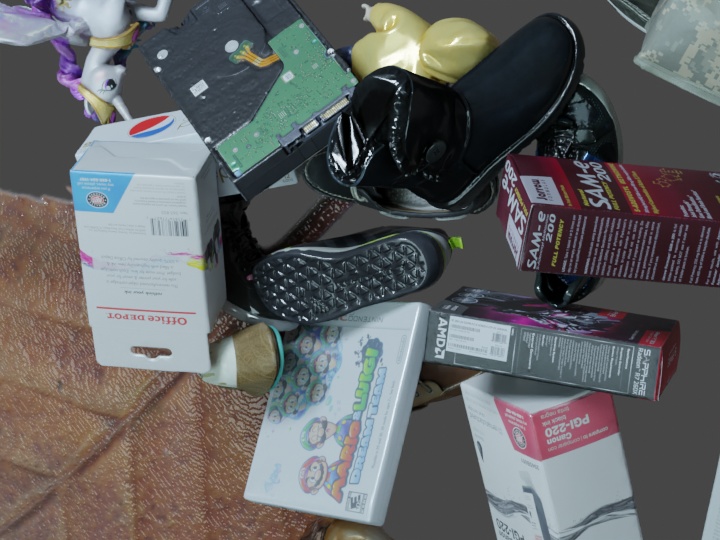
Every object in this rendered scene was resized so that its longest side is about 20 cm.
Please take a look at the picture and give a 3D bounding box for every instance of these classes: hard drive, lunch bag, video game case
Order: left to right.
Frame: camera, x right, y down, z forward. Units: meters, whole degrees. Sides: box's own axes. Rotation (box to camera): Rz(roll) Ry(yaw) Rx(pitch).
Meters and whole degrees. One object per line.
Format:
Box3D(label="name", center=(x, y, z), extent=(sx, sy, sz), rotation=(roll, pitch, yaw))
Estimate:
Box3D(label="hard drive", center=(-0.092, -0.167, 1.509), extent=(0.140, 0.038, 0.200), rotation=(-37, 53, -1))
Box3D(label="video game case", center=(-0.022, 0.124, 1.586), extent=(0.182, 0.024, 0.201), rotation=(1, 74, 49))
Box3D(label="lunch bag", center=(0.333, -0.192, 1.296), extent=(0.200, 0.118, 0.164), rotation=(28, 119, 2))

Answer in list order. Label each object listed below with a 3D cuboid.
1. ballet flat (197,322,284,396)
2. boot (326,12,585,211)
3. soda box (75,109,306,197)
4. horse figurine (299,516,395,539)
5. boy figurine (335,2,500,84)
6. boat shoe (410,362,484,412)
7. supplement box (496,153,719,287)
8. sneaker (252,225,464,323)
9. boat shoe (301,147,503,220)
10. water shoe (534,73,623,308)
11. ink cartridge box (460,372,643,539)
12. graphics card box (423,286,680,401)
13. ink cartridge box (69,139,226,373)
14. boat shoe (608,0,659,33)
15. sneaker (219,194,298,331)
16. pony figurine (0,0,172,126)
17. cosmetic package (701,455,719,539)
Box3D(label="ballet flat", center=(-0.119, 0.085, 1.629), extent=(0.072, 0.200, 0.068), rotation=(-3, 87, -11))
Box3D(label="boot", center=(0.077, -0.136, 1.397), extent=(0.200, 0.168, 0.076), rotation=(-50, 60, 17))
Box3D(label="soda box", center=(-0.151, -0.106, 1.573), extent=(0.199, 0.064, 0.068), rotation=(-9, 118, 17))
Box3D(label="horse figurine", center=(0.013, 0.295, 1.709), extent=(0.200, 0.050, 0.133), rotation=(27, 108, 25))
Box3D(label="boy figurine", center=(0.030, -0.178, 1.510), extent=(0.200, 0.064, 0.125), rotation=(-19, 77, 31))
Box3D(label="boat shoe", center=(0.046, 0.099, 1.604), extent=(0.200, 0.072, 0.076), rotation=(-24, 96, 34))
Box3D(label="supplement box", center=(0.217, -0.039, 1.378), extent=(0.199, 0.109, 0.061), rotation=(4, 116, -9))
Box3D(label="sneaker", center=(0.000, 0.000, 1.584), extent=(0.200, 0.083, 0.072), rotation=(-7, 104, 26))
Box3D(label="boat shoe", center=(0.028, -0.081, 1.551), extent=(0.200, 0.060, 0.074), rotation=(12, 114, 25))
Box3D(label="water shoe", center=(0.178, -0.066, 1.460), extent=(0.071, 0.079, 0.201), rotation=(4, 110, 28))
Box3D(label="ink cartridge box", center=(0.171, 0.190, 1.524), extent=(0.146, 0.085, 0.200), rotation=(20, 128, 67))
Box3D(label="graphics card box", center=(0.164, 0.060, 1.468), extent=(0.199, 0.125, 0.051), rotation=(8, 102, 16))
Box3D(label="ink cartridge box", center=(-0.186, -0.012, 1.558), extent=(0.115, 0.068, 0.200), rotation=(4, 120, 10))
Box3D(label="boat shoe", center=(0.194, -0.259, 1.385), extent=(0.200, 0.064, 0.071), rotation=(50, 124, 3))
Box3D(label="sneaker", center=(-0.120, -0.033, 1.640), extent=(0.200, 0.071, 0.099), rotation=(44, 128, 19))
Box3D(label="pony figurine", center=(-0.267, -0.245, 1.618), extent=(0.193, 0.167, 0.200), rotation=(24, 104, 11))
Box3D(label="cosmetic package", center=(0.339, 0.185, 1.455), extent=(0.074, 0.102, 0.200), rotation=(18, 118, 22))
